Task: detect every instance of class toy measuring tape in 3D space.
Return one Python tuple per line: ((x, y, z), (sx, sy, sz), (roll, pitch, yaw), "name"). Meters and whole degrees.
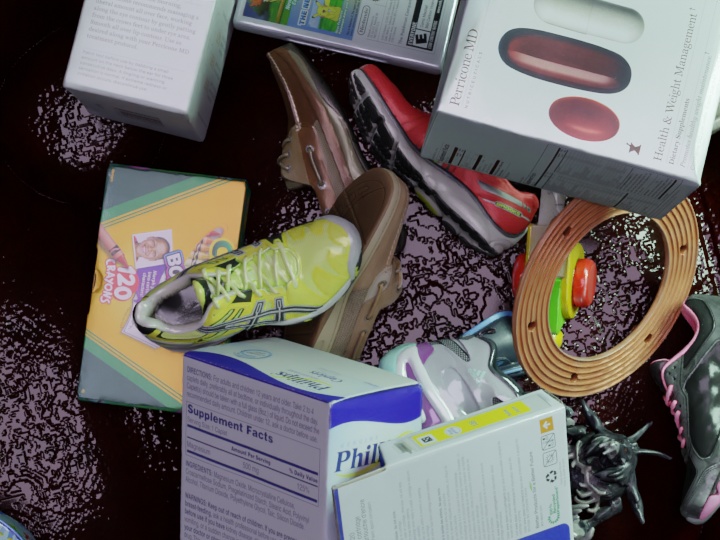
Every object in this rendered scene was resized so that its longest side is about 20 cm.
((0.165, -0.030, 1.686), (0.074, 0.074, 0.200), (4, 96, 1), "toy measuring tape")

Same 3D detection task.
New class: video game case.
((0.002, -0.280, 1.726), (0.182, 0.022, 0.200), (13, 77, 1), "video game case")

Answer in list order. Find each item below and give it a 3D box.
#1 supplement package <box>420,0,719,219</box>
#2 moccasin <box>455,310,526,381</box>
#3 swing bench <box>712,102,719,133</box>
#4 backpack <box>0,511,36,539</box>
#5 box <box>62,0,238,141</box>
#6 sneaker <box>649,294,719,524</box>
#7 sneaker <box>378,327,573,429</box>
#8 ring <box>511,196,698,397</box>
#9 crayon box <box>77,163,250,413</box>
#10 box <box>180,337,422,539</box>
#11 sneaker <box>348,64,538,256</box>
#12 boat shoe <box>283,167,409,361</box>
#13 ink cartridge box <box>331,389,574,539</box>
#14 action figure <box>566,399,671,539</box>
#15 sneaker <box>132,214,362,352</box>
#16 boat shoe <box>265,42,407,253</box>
((0.169, -0.164, 1.532), (0.200, 0.147, 0.191), (15, 80, -1), "supplement package")
((0.061, 0.110, 1.678), (0.200, 0.080, 0.068), (-34, 83, -2), "moccasin")
((0.252, -0.198, 1.682), (0.199, 0.130, 0.200), (-25, 91, -2), "swing bench")
((-0.354, 0.278, 1.635), (0.183, 0.147, 0.200), (27, 83, 0), "backpack")
((-0.162, -0.224, 1.671), (0.106, 0.152, 0.200), (13, 85, 2), "box")
((0.283, 0.110, 1.686), (0.095, 0.079, 0.200), (14, 78, 6), "sneaker")
((0.105, 0.143, 1.597), (0.140, 0.078, 0.200), (-16, 92, 7), "sneaker")
((0.199, 0.011, 1.655), (0.200, 0.200, 0.019), (-52, 45, -4), "ring")
((-0.164, 0.018, 1.698), (0.119, 0.058, 0.200), (7, 85, 1), "crayon box")
((-0.049, 0.170, 1.593), (0.105, 0.184, 0.200), (-9, 106, -42), "box")
((0.070, -0.103, 1.709), (0.085, 0.077, 0.200), (-43, 93, -14), "sneaker")
((0.000, 0.000, 1.659), (0.064, 0.071, 0.200), (7, 129, -28), "boat shoe")
((0.070, 0.211, 1.543), (0.200, 0.047, 0.198), (-15, 115, -20), "ink cartridge box")
((0.159, 0.177, 1.664), (0.200, 0.102, 0.119), (-26, 74, 0), "action figure")
((-0.089, 0.016, 1.603), (0.200, 0.076, 0.075), (-27, 79, 17), "sneaker")
((-0.034, -0.094, 1.700), (0.074, 0.076, 0.200), (-28, 86, 3), "boat shoe")
